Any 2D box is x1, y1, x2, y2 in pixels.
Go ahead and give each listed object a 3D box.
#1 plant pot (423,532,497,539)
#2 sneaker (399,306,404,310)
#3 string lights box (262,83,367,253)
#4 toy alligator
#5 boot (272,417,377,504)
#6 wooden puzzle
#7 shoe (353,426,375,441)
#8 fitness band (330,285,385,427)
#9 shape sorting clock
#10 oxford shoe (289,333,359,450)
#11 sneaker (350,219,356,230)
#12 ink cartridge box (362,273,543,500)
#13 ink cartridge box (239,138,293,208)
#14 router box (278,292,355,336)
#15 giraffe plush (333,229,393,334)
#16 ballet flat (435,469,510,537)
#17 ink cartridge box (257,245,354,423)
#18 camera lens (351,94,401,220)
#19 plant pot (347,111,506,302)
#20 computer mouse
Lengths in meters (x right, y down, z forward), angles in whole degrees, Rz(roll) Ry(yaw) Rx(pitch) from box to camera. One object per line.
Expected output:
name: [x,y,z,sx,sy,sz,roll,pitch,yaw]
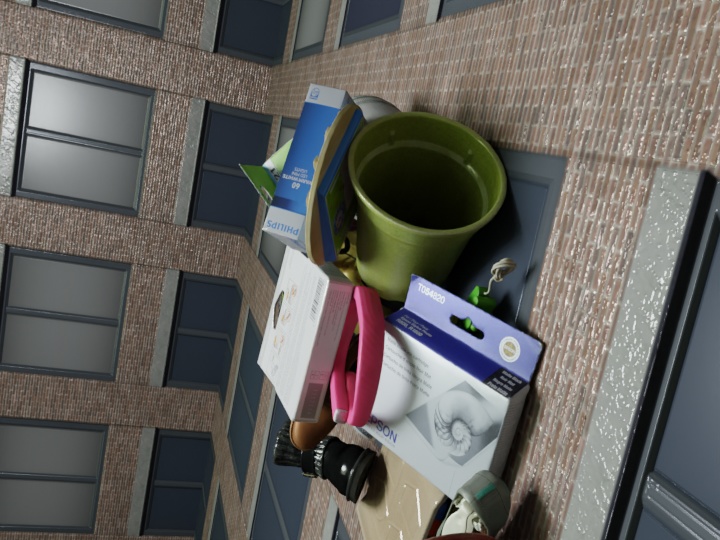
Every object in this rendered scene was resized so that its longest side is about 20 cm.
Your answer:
plant pot: [0.086,0.387,0.637,0.197,0.195,0.204,-116,38,-46]
sneaker: [0.056,0.150,0.908,0.086,0.076,0.206,-16,72,23]
string lights box: [-0.057,-0.131,0.943,0.103,0.057,0.206,36,-109,-69]
toy alligator: [0.129,0.062,0.822,0.201,0.058,0.056,122,151,-52]
boot: [-0.061,0.286,1.075,0.212,0.154,0.081,101,-167,-75]
wooden puzzle: [0.061,0.314,0.955,0.186,0.045,0.204,-115,41,-59]
shoe: [0.028,0.179,1.087,0.092,0.071,0.200,-50,9,9]
fitness band: [-0.006,0.104,0.882,0.201,0.036,0.148,-103,25,-67]
shape sorting clock: [-0.031,-0.107,0.882,0.200,0.038,0.206,13,-91,-75]
oxford shoe: [-0.035,0.179,1.006,0.202,0.071,0.071,-54,15,3]
sneaker: [-0.009,-0.030,1.258,0.089,0.079,0.205,-116,40,-60]
ink cartridge box: [0.092,0.135,0.798,0.197,0.040,0.206,28,112,41]
ink cartridge box: [-0.093,-0.131,1.125,0.075,0.149,0.200,-36,-2,14]
router box: [-0.077,0.094,1.303,0.062,0.145,0.205,125,148,-54]
giraffe plush: [0.013,0.033,1.106,0.196,0.170,0.168,11,105,38]
ballet flat: [0.101,0.291,0.739,0.067,0.063,0.204,40,132,34]
ink cartridge box: [-0.082,0.081,0.996,0.176,0.044,0.206,40,117,60]
camera lens: [0.022,-0.177,1.101,0.201,0.155,0.164,-114,37,-59]
plant pot: [0.069,-0.063,0.903,0.187,0.194,0.205,102,165,-50]
computer mouse: [0.000,0.000,0.985,0.058,0.198,0.034,-40,-21,-40]
